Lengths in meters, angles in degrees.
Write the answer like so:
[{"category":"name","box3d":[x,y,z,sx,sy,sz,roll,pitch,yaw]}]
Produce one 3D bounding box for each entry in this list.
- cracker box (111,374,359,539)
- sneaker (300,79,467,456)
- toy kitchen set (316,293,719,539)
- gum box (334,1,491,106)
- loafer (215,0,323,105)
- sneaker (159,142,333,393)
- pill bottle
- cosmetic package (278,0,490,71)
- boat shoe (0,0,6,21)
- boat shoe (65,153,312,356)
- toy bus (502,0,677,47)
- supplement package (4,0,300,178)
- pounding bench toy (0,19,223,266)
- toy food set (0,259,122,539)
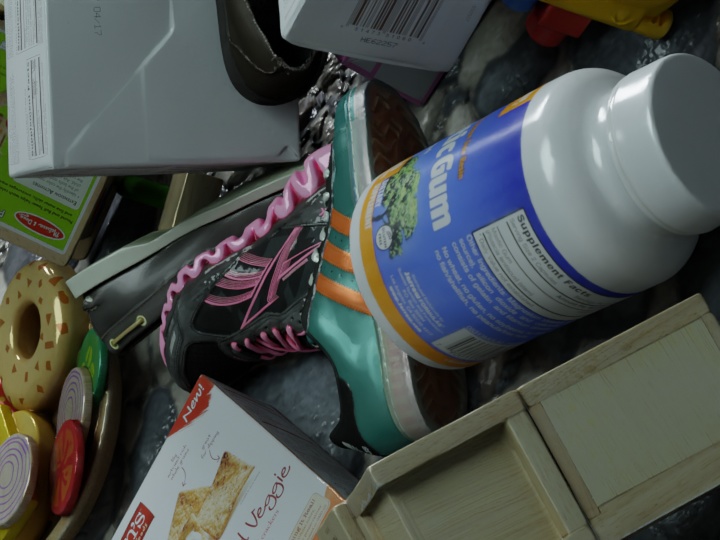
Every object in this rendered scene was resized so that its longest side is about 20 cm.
[{"category":"cracker box","box3d":[-0.060,0.157,1.360,0.135,0.057,0.200,-62,33,4]},{"category":"sneaker","box3d":[0.000,0.000,1.323,0.079,0.071,0.202,-17,72,33]},{"category":"toy kitchen set","box3d":[0.099,0.145,1.155,0.164,0.179,0.200,61,166,10]},{"category":"gum box","box3d":[0.045,-0.214,1.447,0.201,0.066,0.114,-56,35,13]},{"category":"loafer","box3d":[-0.053,-0.196,1.404,0.071,0.072,0.202,-3,103,67]},{"category":"sneaker","box3d":[-0.042,0.018,1.422,0.200,0.079,0.096,-45,49,29]},{"category":"pill bottle","box3d":[0.097,-0.032,1.217,0.199,0.112,0.113,-27,48,43]},{"category":"cosmetic package","box3d":[0.007,-0.212,1.340,0.074,0.101,0.201,123,151,-47]},{"category":"boat shoe","box3d":[-0.145,-0.173,1.559,0.074,0.199,0.067,13,91,61]},{"category":"boat shoe","box3d":[-0.086,-0.011,1.505,0.200,0.061,0.072,-26,4,28]},{"category":"toy bus","box3d":[0.129,-0.219,1.301,0.192,0.135,0.201,128,150,-47]},{"category":"supplement package","box3d":[-0.127,-0.159,1.473,0.111,0.154,0.202,177,90,-69]},{"category":"pounding bench toy","box3d":[-0.185,-0.070,1.635,0.156,0.199,0.125,-140,75,-88]},{"category":"toy food set","box3d":[-0.217,0.107,1.607,0.201,0.048,0.198,-55,35,21]}]
